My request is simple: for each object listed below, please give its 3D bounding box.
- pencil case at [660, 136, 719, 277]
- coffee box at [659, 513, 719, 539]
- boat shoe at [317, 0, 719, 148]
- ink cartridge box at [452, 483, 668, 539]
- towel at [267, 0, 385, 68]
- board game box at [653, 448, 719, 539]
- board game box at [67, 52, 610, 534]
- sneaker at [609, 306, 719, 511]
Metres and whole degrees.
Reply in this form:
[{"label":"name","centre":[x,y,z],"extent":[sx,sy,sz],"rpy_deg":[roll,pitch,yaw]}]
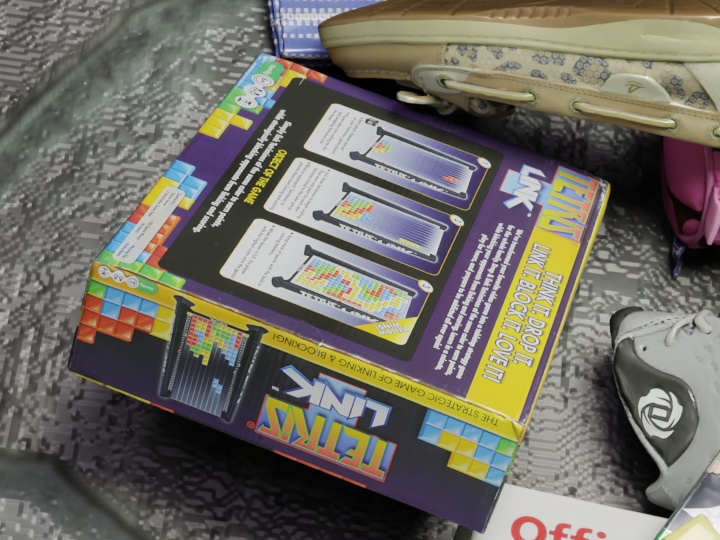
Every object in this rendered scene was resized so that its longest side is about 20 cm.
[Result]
[{"label":"pencil case","centre":[0.230,-0.050,0.869],"extent":[0.200,0.091,0.094],"rpy_deg":[-5,28,-6]},{"label":"coffee box","centre":[0.064,0.178,0.632],"extent":[0.200,0.044,0.123],"rpy_deg":[-29,69,-16]},{"label":"boat shoe","centre":[0.072,-0.084,0.828],"extent":[0.200,0.063,0.073],"rpy_deg":[6,22,32]},{"label":"ink cartridge box","centre":[0.090,0.192,0.731],"extent":[0.147,0.083,0.200],"rpy_deg":[12,63,1]},{"label":"towel","centre":[0.018,-0.183,0.956],"extent":[0.145,0.024,0.200],"rpy_deg":[-3,65,-10]},{"label":"board game box","centre":[0.127,0.170,0.681],"extent":[0.135,0.029,0.200],"rpy_deg":[36,67,13]},{"label":"board game box","centre":[0.000,0.000,0.787],"extent":[0.165,0.057,0.200],"rpy_deg":[22,32,5]},{"label":"sneaker","centre":[0.157,0.008,0.795],"extent":[0.115,0.075,0.200],"rpy_deg":[13,84,35]}]
